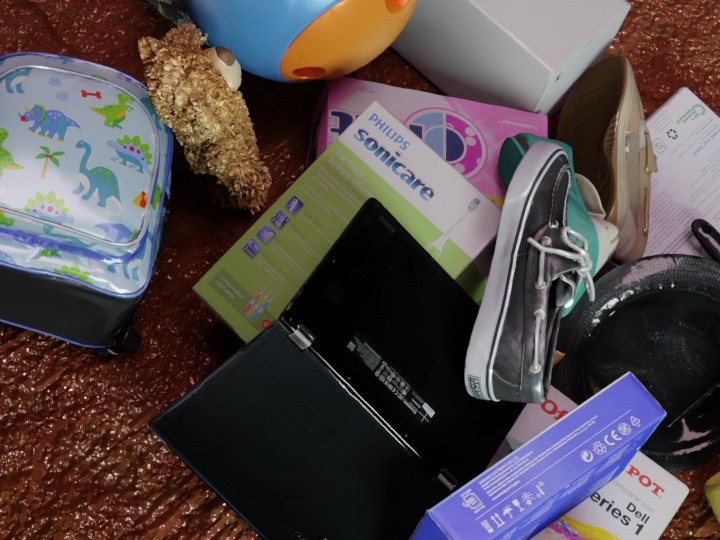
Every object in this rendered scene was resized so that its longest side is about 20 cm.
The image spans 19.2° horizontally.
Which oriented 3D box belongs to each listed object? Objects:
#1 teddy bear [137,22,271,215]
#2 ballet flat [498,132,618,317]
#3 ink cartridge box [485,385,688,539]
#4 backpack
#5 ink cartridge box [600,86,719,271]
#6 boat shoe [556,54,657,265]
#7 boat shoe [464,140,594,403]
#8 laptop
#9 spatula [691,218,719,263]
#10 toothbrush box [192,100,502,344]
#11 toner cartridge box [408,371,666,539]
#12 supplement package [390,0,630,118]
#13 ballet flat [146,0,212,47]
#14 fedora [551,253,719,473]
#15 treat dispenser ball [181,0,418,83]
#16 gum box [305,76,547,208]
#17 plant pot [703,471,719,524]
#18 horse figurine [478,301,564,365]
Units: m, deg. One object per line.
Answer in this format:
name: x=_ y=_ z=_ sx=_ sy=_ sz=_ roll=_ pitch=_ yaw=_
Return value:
teddy bear: x=-0.109 y=-0.119 z=1.630 sx=0.067 sy=0.200 sz=0.145 roll=-18 pitch=51 yaw=5
ballet flat: x=0.159 y=-0.039 z=1.625 sx=0.070 sy=0.067 sz=0.200 roll=5 pitch=37 yaw=-15
ink cartridge box: x=0.127 y=0.200 z=1.566 sx=0.145 sy=0.084 sz=0.200 roll=37 pitch=56 yaw=6
backpack: x=-0.226 y=-0.068 z=1.581 sx=0.183 sy=0.147 sz=0.200 roll=15 pitch=52 yaw=-12
ink cartridge box: x=0.283 y=-0.031 z=1.788 sx=0.200 sy=0.043 sz=0.196 roll=44 pitch=57 yaw=8
boat shoe: x=0.207 y=-0.090 z=1.739 sx=0.065 sy=0.072 sz=0.200 roll=37 pitch=41 yaw=-32
boat shoe: x=0.130 y=0.001 z=1.505 sx=0.068 sy=0.074 sz=0.200 roll=7 pitch=60 yaw=22
laptop: x=-0.007 y=0.092 z=1.516 sx=0.187 sy=0.116 sz=0.200 roll=46 pitch=56 yaw=-14
spatula: x=0.341 y=0.031 z=1.733 sx=0.200 sy=0.021 sz=0.056 roll=45 pitch=52 yaw=11
toothbrush box: x=0.000 y=0.000 z=1.587 sx=0.146 sy=0.086 sz=0.200 roll=42 pitch=86 yaw=21
toner cartridge box: x=0.118 y=0.153 z=1.483 sx=0.200 sy=0.095 sz=0.043 roll=-31 pitch=72 yaw=-31
supplement package: x=0.105 y=-0.224 z=1.802 sx=0.200 sy=0.117 sz=0.117 roll=42 pitch=55 yaw=11
ballet flat: x=-0.158 y=-0.254 z=1.765 sx=0.200 sy=0.072 sz=0.072 roll=36 pitch=55 yaw=5
fedora: x=0.226 y=0.060 z=1.663 sx=0.200 sy=0.201 sz=0.092 roll=0 pitch=26 yaw=-18
treat dispenser ball: x=-0.047 y=-0.248 z=1.673 sx=0.200 sy=0.201 sz=0.201 roll=8 pitch=57 yaw=-13
gum box: x=0.050 y=-0.081 z=1.725 sx=0.199 sy=0.066 sz=0.114 roll=10 pitch=55 yaw=-12
plant pot: x=0.388 y=0.201 z=1.597 sx=0.200 sy=0.201 sz=0.189 roll=-25 pitch=85 yaw=-29
horse figurine: x=0.094 y=0.056 z=1.633 sx=0.050 sy=0.133 sz=0.200 roll=24 pitch=32 yaw=-25
